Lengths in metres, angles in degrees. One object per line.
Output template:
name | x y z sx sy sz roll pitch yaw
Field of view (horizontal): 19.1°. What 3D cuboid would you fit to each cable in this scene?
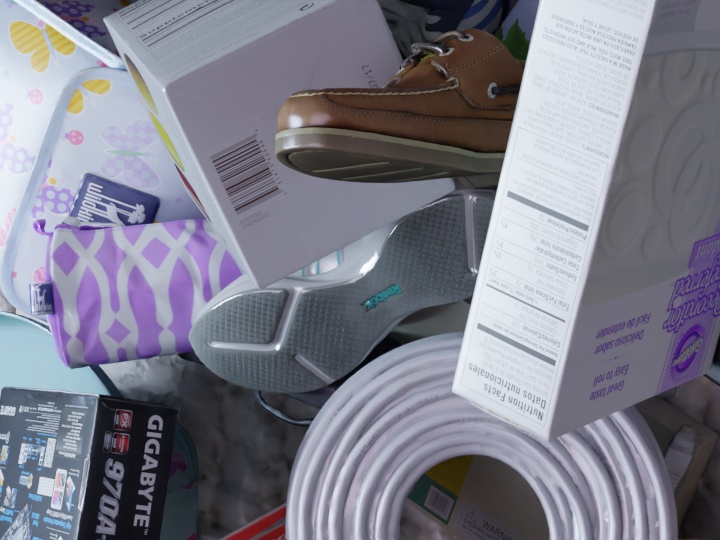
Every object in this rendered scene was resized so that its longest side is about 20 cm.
cable | 0.060 0.130 1.071 0.199 0.069 0.201 12 90 3

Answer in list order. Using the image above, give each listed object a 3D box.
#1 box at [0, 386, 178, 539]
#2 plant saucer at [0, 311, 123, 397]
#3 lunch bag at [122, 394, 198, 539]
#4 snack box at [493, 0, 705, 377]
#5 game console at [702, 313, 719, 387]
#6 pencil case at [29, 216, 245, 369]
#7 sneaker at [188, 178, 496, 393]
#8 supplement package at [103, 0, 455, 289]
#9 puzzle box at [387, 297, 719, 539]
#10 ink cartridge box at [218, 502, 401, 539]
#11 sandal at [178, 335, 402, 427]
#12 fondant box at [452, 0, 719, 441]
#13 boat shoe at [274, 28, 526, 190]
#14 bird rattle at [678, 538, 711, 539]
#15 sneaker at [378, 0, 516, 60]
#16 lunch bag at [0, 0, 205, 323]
box | -0.157 0.143 1.121 0.200 0.046 0.160 174 105 -66
plant saucer | -0.192 0.116 1.280 0.200 0.027 0.201 15 116 34
lunch bag | -0.183 0.166 1.362 0.160 0.077 0.201 16 111 34
snack box | 0.154 -0.068 1.063 0.200 0.053 0.142 47 123 17
game console | 0.169 -0.056 1.003 0.177 0.031 0.201 33 118 24
pencil case | -0.081 0.002 1.179 0.199 0.084 0.086 -6 84 -6
sneaker | 0.000 0.000 1.107 0.200 0.080 0.071 -26 115 24
supplement package | -0.046 -0.087 1.080 0.114 0.109 0.200 65 173 -20
puzzle box | 0.087 0.096 1.175 0.200 0.025 0.133 33 120 26
ink cartridge box | -0.056 0.177 1.169 0.045 0.200 0.176 56 142 13
sandal | -0.035 0.057 1.208 0.200 0.076 0.043 16 116 58
fondant box | 0.121 -0.040 0.938 0.058 0.144 0.201 26 115 32
boat shoe | 0.037 -0.074 0.966 0.072 0.200 0.068 -1 88 42
bird rattle | 0.185 0.208 1.082 0.163 0.112 0.200 39 121 25
sneaker | 0.023 -0.146 1.079 0.081 0.146 0.200 43 123 20
lunch bag | -0.163 -0.070 1.250 0.200 0.127 0.170 37 115 20
